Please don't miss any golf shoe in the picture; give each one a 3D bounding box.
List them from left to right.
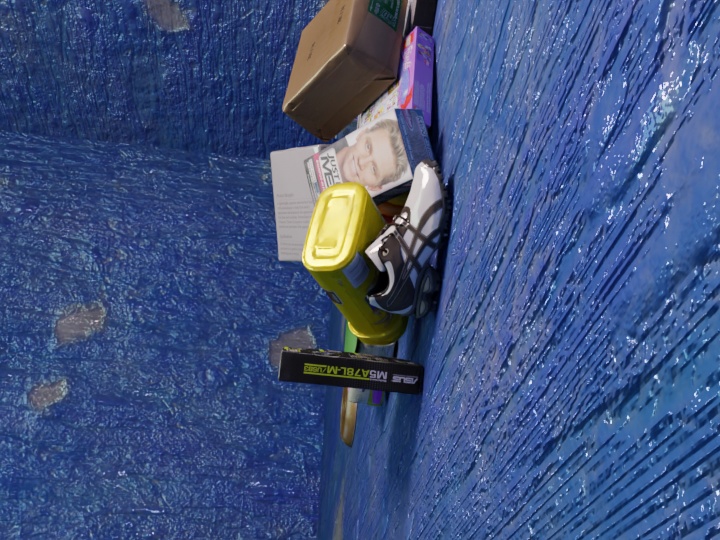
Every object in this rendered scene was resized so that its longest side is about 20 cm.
[{"bbox_3d":[0.056,-0.041,0.925,0.078,0.094,0.202,-142,57,-76],"label":"golf shoe"}]

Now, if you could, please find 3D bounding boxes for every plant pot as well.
[{"bbox_3d":[-0.031,0.353,1.922,0.200,0.027,0.202,-175,90,-85],"label":"plant pot"}]

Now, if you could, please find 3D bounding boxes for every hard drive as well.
[{"bbox_3d":[0.102,-0.472,1.206,0.140,0.038,0.201,-94,12,-60],"label":"hard drive"}]

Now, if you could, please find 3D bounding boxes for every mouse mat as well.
[{"bbox_3d":[-0.015,0.104,1.341,0.200,0.007,0.162,108,167,-59],"label":"mouse mat"}]

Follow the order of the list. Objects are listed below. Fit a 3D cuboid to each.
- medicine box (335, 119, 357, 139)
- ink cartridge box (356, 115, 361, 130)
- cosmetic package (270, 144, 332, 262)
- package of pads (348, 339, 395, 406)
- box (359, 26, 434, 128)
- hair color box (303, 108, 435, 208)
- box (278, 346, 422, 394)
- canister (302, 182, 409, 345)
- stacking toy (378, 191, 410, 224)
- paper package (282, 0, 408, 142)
[{"bbox_3d":[-0.011,-0.500,2.161,0.182,0.102,0.202,120,155,-78],"label":"medicine box"},{"bbox_3d":[0.040,-0.294,1.454,0.200,0.083,0.146,-94,10,-62],"label":"ink cartridge box"},{"bbox_3d":[-0.046,-0.121,1.324,0.164,0.164,0.202,5,101,53],"label":"cosmetic package"},{"bbox_3d":[0.019,0.129,1.350,0.201,0.068,0.155,-91,9,-57],"label":"package of pads"},{"bbox_3d":[0.053,-0.257,1.130,0.137,0.039,0.201,-37,36,44],"label":"box"},{"bbox_3d":[0.010,-0.144,1.048,0.199,0.060,0.101,-21,82,45],"label":"hair color box"},{"bbox_3d":[-0.021,0.141,1.067,0.200,0.191,0.048,147,128,-82],"label":"box"},{"bbox_3d":[0.002,-0.007,1.029,0.200,0.086,0.149,56,-140,-50],"label":"canister"},{"bbox_3d":[0.055,-0.146,1.164,0.116,0.109,0.201,-94,25,-52],"label":"stacking toy"},{"bbox_3d":[-0.023,-0.345,1.191,0.190,0.103,0.201,-32,38,44],"label":"paper package"}]
